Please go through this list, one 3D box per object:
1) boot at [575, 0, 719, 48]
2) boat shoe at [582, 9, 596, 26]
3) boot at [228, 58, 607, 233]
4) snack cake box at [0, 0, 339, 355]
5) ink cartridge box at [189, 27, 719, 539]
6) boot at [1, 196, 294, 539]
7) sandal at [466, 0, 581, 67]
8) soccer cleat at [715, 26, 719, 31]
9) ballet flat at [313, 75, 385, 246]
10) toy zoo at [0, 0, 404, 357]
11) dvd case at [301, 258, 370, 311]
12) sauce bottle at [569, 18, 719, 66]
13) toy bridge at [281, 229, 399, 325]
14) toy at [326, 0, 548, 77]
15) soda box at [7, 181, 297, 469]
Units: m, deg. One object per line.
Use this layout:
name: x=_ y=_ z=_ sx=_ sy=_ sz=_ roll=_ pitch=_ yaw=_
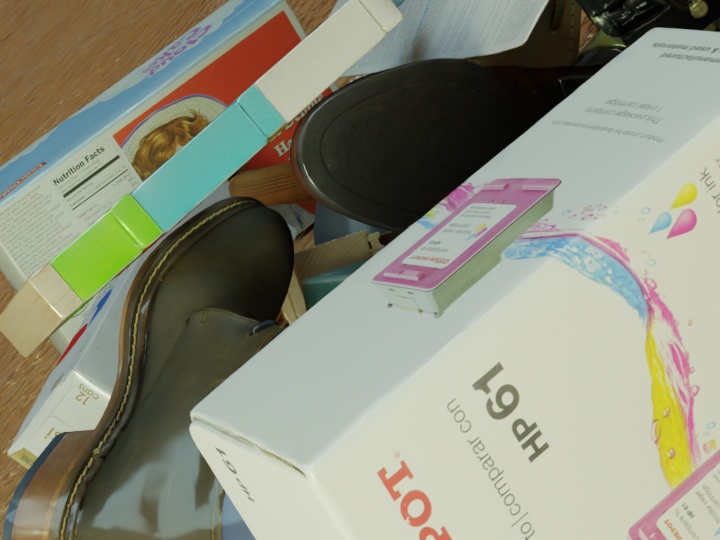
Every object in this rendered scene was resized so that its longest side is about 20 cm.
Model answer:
boot: x=0.155 y=-0.136 z=0.793 sx=0.154 sy=0.074 sz=0.204 roll=-41 pitch=11 yaw=13
boat shoe: x=0.137 y=-0.182 z=1.047 sx=0.073 sy=0.075 sz=0.200 roll=-36 pitch=-2 yaw=-1
boot: x=0.005 y=-0.051 z=0.854 sx=0.188 sy=0.069 sz=0.200 roll=-19 pitch=10 yaw=-36
snack cake box: x=-0.100 y=-0.047 z=1.109 sx=0.200 sy=0.115 sz=0.067 roll=-37 pitch=22 yaw=-13
ink cartridge box: x=0.070 y=0.044 z=0.619 sx=0.200 sy=0.145 sz=0.085 roll=-39 pitch=24 yaw=-17
boot: x=-0.036 y=0.045 z=0.710 sx=0.097 sy=0.075 sz=0.200 roll=-2 pitch=40 yaw=25
sandal: x=0.071 y=-0.134 z=0.933 sx=0.077 sy=0.213 sz=0.070 roll=-5 pitch=8 yaw=-3
soccer cleat: x=0.221 y=-0.106 z=0.865 sx=0.199 sy=0.068 sz=0.073 roll=-31 pitch=1 yaw=1
ballet flat: x=0.012 y=-0.073 z=1.069 sx=0.073 sy=0.073 sz=0.200 roll=-20 pitch=24 yaw=30
toy zoo: x=-0.054 y=-0.046 z=0.795 sx=0.200 sy=0.020 sz=0.131 roll=-43 pitch=4 yaw=-17
dvd case: x=0.097 y=-0.014 z=0.778 sx=0.199 sy=0.022 sz=0.146 roll=-16 pitch=7 yaw=-38
sauce bottle: x=0.161 y=-0.123 z=0.973 sx=0.065 sy=0.065 sz=0.200 roll=-9 pitch=32 yaw=46
toy bridge: x=0.000 y=0.000 z=0.900 sx=0.067 sy=0.027 sz=0.200 roll=-19 pitch=-1 yaw=-6
toy: x=0.053 y=-0.124 z=0.851 sx=0.116 sy=0.047 sz=0.200 roll=-63 pitch=21 yaw=-12
soda box: x=-0.093 y=0.031 z=0.971 sx=0.064 sy=0.068 sz=0.200 roll=-48 pitch=11 yaw=30
